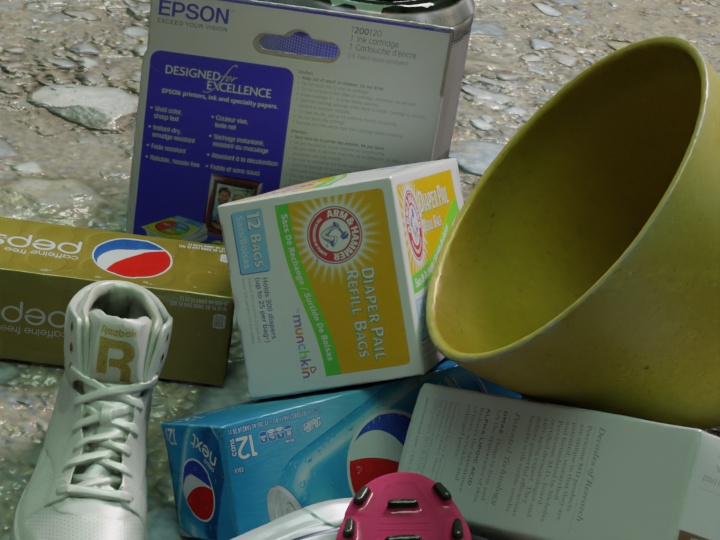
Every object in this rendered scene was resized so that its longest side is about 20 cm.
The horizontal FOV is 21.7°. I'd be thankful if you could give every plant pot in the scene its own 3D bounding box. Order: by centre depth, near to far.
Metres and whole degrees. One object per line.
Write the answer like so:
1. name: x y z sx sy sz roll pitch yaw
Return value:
1. plant pot: 0.152 0.002 0.974 0.142 0.200 0.201 38 20 -20

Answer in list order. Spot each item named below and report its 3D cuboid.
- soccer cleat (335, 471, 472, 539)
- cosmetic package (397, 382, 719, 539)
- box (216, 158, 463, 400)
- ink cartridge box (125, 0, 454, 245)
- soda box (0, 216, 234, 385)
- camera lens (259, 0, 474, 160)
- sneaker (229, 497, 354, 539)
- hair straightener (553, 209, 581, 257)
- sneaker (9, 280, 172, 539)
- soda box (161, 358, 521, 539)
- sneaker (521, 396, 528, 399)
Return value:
1. soccer cleat: 0.026 0.184 0.869 0.069 0.087 0.201 -5 38 -5
2. cosmetic package: 0.118 0.111 0.945 0.101 0.075 0.199 23 -12 -39
3. box: 0.000 0.000 1.093 0.100 0.114 0.200 -9 5 14
4. ink cartridge box: -0.048 -0.082 1.224 0.196 0.202 0.043 8 25 -3
5. soda box: -0.176 0.016 1.150 0.198 0.065 0.068 7 28 -4
6. camera lens: -0.009 -0.126 1.319 0.158 0.202 0.160 7 28 -4
7. sneaker: -0.046 0.169 0.916 0.198 0.073 0.071 -13 54 -29
8. hair straightener: 0.101 0.018 1.152 0.076 0.200 0.041 -29 74 -1
9. sneaker: -0.140 0.083 0.983 0.073 0.117 0.201 6 29 -9
10. soda box: -0.005 0.094 1.033 0.199 0.065 0.068 -13 5 -34
11. sneaker: 0.156 0.074 1.152 0.199 0.076 0.091 -17 51 -37
